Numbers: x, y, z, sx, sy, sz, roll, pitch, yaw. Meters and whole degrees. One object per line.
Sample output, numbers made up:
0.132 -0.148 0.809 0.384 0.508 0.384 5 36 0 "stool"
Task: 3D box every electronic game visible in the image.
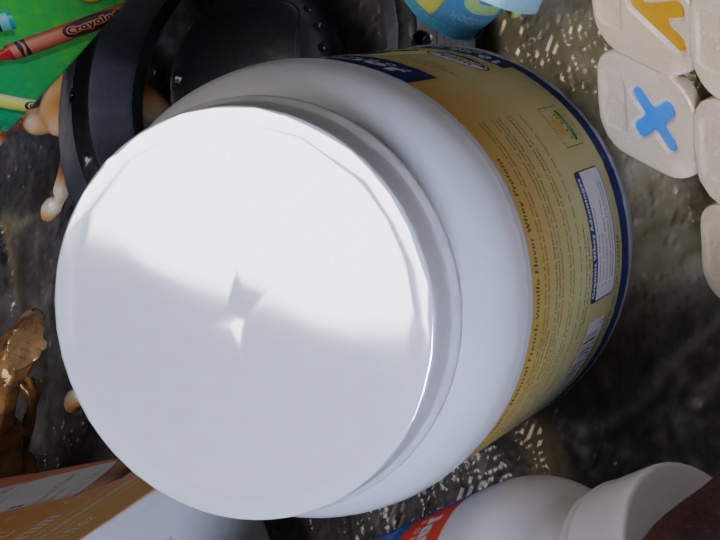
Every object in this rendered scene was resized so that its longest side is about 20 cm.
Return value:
-0.040 -0.077 0.873 0.200 0.042 0.201 -8 74 29 "electronic game"

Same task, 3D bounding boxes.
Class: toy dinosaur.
-0.166 0.115 0.977 0.106 0.060 0.201 -152 55 -64 "toy dinosaur"

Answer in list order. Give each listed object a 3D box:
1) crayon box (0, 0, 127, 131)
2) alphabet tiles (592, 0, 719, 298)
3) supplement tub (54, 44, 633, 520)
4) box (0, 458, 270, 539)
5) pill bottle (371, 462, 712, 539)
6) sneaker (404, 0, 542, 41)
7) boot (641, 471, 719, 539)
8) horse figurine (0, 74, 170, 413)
-0.117 -0.164 0.902 0.119 0.058 0.200 -42 24 34 "crayon box"
0.139 -0.060 0.657 0.195 0.015 0.200 33 140 47 "alphabet tiles"
0.000 0.000 0.708 0.144 0.200 0.145 3 98 20 "supplement tub"
-0.149 0.154 0.863 0.200 0.152 0.107 -13 101 35 "box"
0.043 0.135 0.737 0.200 0.112 0.113 -31 64 39 "pill bottle"
0.076 -0.139 0.759 0.200 0.079 0.131 23 99 54 "sneaker"
0.166 0.129 0.610 0.200 0.072 0.166 37 70 9 "boot"
-0.110 -0.034 0.957 0.133 0.050 0.200 -42 60 41 "horse figurine"
